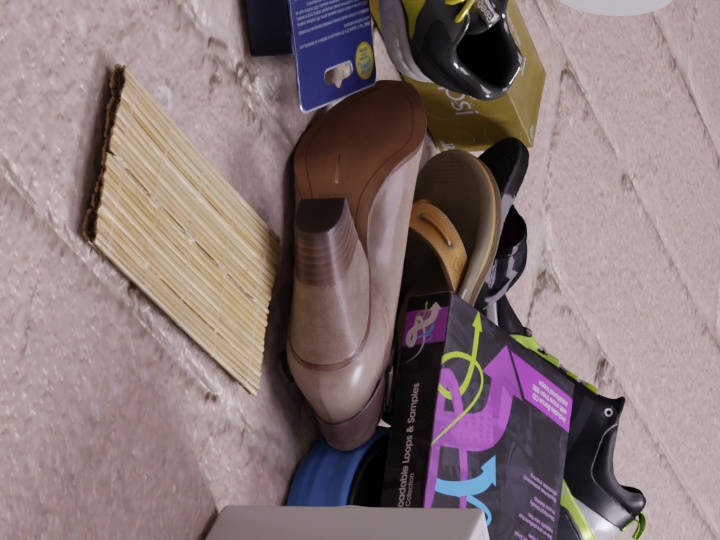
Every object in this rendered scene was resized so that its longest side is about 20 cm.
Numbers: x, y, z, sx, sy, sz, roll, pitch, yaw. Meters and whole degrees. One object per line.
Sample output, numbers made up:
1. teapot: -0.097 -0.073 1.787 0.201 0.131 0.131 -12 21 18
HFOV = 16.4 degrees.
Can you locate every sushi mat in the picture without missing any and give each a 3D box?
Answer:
1. sushi mat: -0.088 -0.017 1.285 0.200 0.012 0.096 49 46 -56

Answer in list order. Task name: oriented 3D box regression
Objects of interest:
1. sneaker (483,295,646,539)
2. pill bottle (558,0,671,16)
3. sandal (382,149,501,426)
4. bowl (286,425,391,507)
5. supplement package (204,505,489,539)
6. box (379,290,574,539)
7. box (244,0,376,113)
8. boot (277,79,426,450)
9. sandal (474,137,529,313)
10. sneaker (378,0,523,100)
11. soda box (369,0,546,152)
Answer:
1. sneaker: 0.133 0.090 1.668 0.072 0.082 0.201 -121 -172 -86
2. pill bottle: 0.192 -0.300 1.857 0.116 0.115 0.202 40 52 -61
3. sandal: 0.037 0.001 1.529 0.054 0.080 0.201 35 51 -28
4. bowl: 0.028 0.187 1.451 0.200 0.039 0.202 32 50 -48
5. supplement package: -0.020 0.236 1.252 0.200 0.151 0.152 -59 141 -53
6. box: 0.066 0.132 1.446 0.143 0.036 0.201 36 56 -46
7. box: -0.033 -0.195 1.409 0.121 0.032 0.202 -30 115 -65
8. boot: 0.000 0.000 1.447 0.200 0.070 0.147 -60 148 -51
9. sandal: 0.069 0.007 1.585 0.048 0.075 0.202 36 59 -27
10. sneaker: 0.046 -0.178 1.422 0.074 0.084 0.201 -44 139 -17
11. soda box: 0.057 -0.159 1.580 0.200 0.067 0.064 59 35 -50
